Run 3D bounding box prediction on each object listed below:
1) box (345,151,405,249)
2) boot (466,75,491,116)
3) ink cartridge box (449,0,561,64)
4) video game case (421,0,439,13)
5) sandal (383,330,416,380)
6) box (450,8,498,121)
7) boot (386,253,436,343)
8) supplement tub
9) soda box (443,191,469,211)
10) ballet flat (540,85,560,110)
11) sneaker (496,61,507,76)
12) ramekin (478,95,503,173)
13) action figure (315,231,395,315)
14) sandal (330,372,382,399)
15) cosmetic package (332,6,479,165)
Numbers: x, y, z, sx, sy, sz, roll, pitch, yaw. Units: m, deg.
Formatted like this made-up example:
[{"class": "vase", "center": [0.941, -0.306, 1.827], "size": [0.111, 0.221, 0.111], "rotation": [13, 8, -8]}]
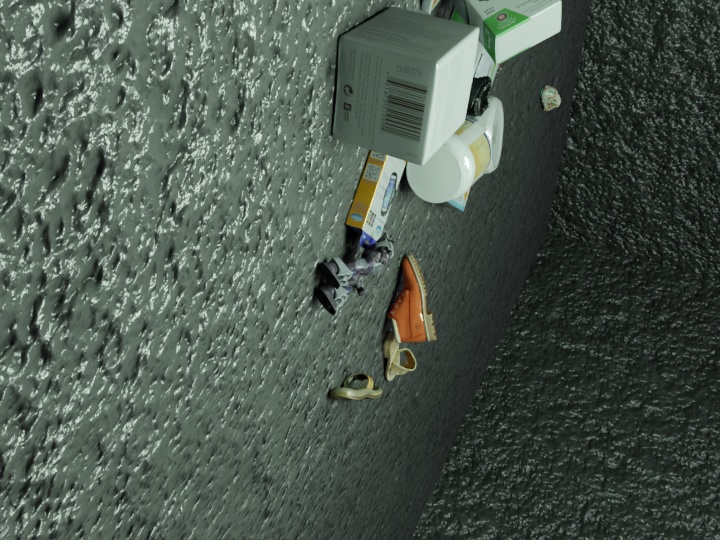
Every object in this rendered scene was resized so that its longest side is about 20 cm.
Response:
[{"class": "box", "center": [0.028, -0.141, 1.558], "size": [0.204, 0.041, 0.119], "rotation": [-69, 162, -4]}, {"class": "boot", "center": [0.143, -0.311, 1.538], "size": [0.199, 0.160, 0.075], "rotation": [-52, 152, -48]}, {"class": "ink cartridge box", "center": [0.268, -0.513, 1.605], "size": [0.145, 0.202, 0.083], "rotation": [-28, 152, -3]}, {"class": "video game case", "center": [0.175, -0.580, 1.490], "size": [0.183, 0.023, 0.201], "rotation": [-55, 172, -23]}, {"class": "sandal", "center": [0.101, 0.223, 2.068], "size": [0.213, 0.068, 0.079], "rotation": [78, 35, -57]}, {"class": "box", "center": [0.233, -0.447, 1.787], "size": [0.176, 0.095, 0.204], "rotation": [35, 74, -71]}, {"class": "boot", "center": [0.105, 0.067, 1.930], "size": [0.075, 0.105, 0.205], "rotation": [-6, 86, -80]}, {"class": "supplement tub", "center": [0.185, -0.230, 1.771], "size": [0.200, 0.142, 0.147], "rotation": [-42, 145, -57]}, {"class": "soda box", "center": [0.207, -0.190, 2.006], "size": [0.200, 0.062, 0.070], "rotation": [11, 96, -71]}, {"class": "ballet flat", "center": [0.691, -0.616, 3.064], "size": [0.200, 0.063, 0.077], "rotation": [-3, 109, -72]}, {"class": "sneaker", "center": [0.321, -0.501, 2.036], "size": [0.200, 0.075, 0.085], "rotation": [-45, 144, -53]}, {"class": "ramekin", "center": [0.278, -0.321, 1.993], "size": [0.202, 0.092, 0.207], "rotation": [6, 90, -72]}, {"class": "action figure", "center": [0.000, 0.000, 1.515], "size": [0.199, 0.069, 0.131], "rotation": [-30, 154, -46]}, {"class": "sandal", "center": [-0.008, 0.242, 1.777], "size": [0.199, 0.079, 0.055], "rotation": [19, 68, -68]}, {"class": "cosmetic package", "center": [0.073, -0.296, 1.336], "size": [0.200, 0.162, 0.168], "rotation": [-47, 150, -51]}]
